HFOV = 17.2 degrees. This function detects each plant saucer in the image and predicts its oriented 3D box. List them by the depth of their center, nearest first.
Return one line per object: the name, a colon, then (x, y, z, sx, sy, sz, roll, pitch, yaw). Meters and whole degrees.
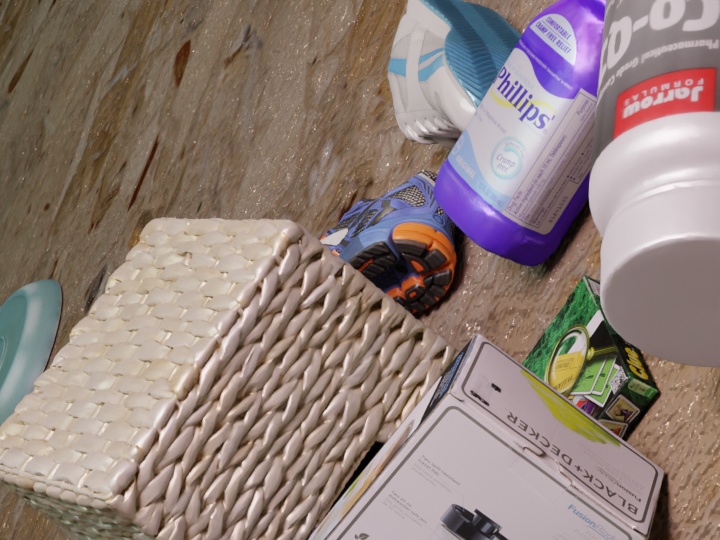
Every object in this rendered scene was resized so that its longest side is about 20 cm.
plant saucer: (-0.340, 0.096, 2.245, 0.200, 0.027, 0.200, -50, 26, 35)

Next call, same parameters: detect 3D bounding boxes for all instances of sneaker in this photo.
sneaker: (0.066, -0.107, 1.451, 0.200, 0.076, 0.081, -114, 38, -67)
sneaker: (0.000, 0.000, 1.494, 0.200, 0.075, 0.079, -27, 33, 47)

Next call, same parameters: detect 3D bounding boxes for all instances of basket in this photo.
basket: (-0.072, 0.085, 1.322, 0.198, 0.161, 0.200, -56, 25, -16)

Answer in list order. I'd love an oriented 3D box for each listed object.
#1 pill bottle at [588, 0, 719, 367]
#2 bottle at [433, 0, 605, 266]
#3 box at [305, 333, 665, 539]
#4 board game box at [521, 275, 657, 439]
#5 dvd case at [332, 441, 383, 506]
pill bottle: (0.164, -0.065, 1.093, 0.114, 0.114, 0.200, -42, 31, 46)
bottle: (0.118, -0.102, 1.305, 0.200, 0.065, 0.084, -58, 39, 16)
box: (0.041, 0.141, 1.142, 0.200, 0.116, 0.060, -53, 3, 31)
board game box: (0.079, 0.108, 1.232, 0.200, 0.023, 0.105, -57, 20, 20)
dvd case: (-0.035, 0.154, 1.374, 0.146, 0.022, 0.200, -28, 30, 35)
